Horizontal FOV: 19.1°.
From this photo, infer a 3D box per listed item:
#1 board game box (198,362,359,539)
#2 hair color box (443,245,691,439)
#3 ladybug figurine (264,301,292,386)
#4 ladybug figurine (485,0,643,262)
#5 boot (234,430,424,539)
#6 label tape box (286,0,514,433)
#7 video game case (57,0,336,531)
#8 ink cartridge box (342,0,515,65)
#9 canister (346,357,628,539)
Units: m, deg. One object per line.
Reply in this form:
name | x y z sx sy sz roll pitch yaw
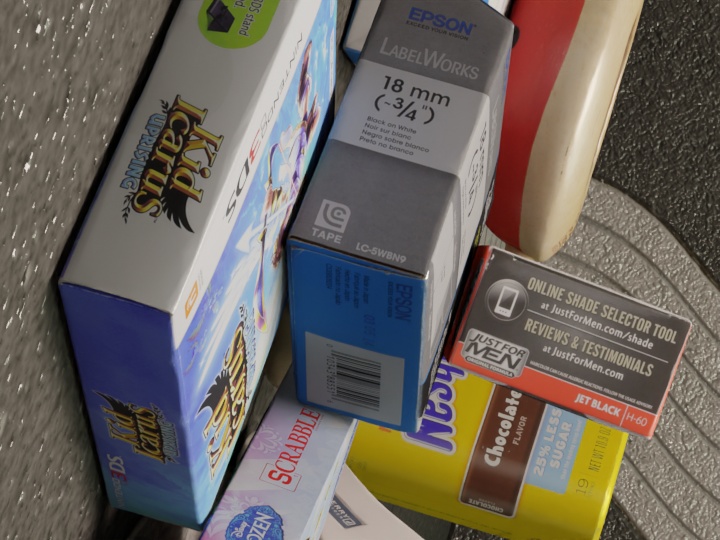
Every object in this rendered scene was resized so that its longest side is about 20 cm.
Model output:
board game box | -0.058 0.166 0.972 0.200 0.041 0.200 -62 172 -64
hair color box | 0.094 0.031 1.056 0.200 0.101 0.061 11 99 -89
ladybug figurine | 0.000 0.000 1.106 0.200 0.072 0.136 -49 154 -72
ladybug figurine | 0.111 -0.101 1.250 0.136 0.072 0.200 75 32 -78
boot | -0.011 0.171 1.115 0.200 0.073 0.090 49 -47 50
label tape box | 0.027 -0.051 0.955 0.144 0.063 0.200 91 16 -60
video game case | -0.055 -0.019 0.835 0.200 0.045 0.181 92 17 -62
ink cartridge box | 0.049 -0.153 1.218 0.200 0.067 0.116 36 71 -82
canister | 0.068 0.091 1.352 0.087 0.200 0.149 97 12 -52
